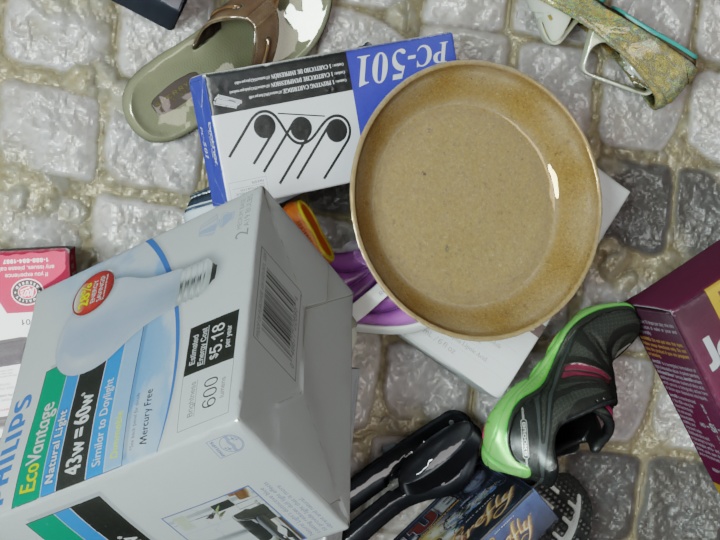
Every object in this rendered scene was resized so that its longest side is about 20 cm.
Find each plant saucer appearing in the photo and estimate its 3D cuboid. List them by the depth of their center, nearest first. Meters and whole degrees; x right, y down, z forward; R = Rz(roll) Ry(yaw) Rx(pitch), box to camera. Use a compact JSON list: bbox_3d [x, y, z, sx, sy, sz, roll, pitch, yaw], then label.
[{"bbox_3d":[0.081,-0.049,0.929,0.197,0.035,0.204,2,84,-18],"label":"plant saucer"}]

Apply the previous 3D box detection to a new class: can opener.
[{"bbox_3d":[0.014,0.180,1.033,0.199,0.064,0.079,-35,142,4],"label":"can opener"}]

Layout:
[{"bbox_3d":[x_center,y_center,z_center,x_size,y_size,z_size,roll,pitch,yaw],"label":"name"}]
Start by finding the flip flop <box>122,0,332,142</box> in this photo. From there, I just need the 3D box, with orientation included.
[{"bbox_3d":[-0.100,-0.174,0.992,0.199,0.058,0.082,-38,99,-8],"label":"flip flop"}]

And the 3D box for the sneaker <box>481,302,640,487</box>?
[{"bbox_3d":[0.174,0.103,1.025,0.083,0.077,0.200,30,54,23],"label":"sneaker"}]

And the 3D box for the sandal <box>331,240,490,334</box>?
[{"bbox_3d":[0.000,0.007,0.976,0.199,0.050,0.084,-9,68,20],"label":"sandal"}]

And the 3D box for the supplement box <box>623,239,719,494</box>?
[{"bbox_3d":[0.333,0.084,1.074,0.130,0.103,0.202,-31,98,-9],"label":"supplement box"}]

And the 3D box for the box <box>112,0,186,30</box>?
[{"bbox_3d":[-0.188,-0.311,0.944,0.198,0.104,0.184,26,86,-12],"label":"box"}]

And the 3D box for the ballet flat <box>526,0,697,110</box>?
[{"bbox_3d":[0.188,-0.201,1.053,0.198,0.071,0.071,33,86,-11],"label":"ballet flat"}]

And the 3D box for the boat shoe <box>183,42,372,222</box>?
[{"bbox_3d":[-0.061,-0.105,1.002,0.198,0.071,0.092,-26,96,-17],"label":"boat shoe"}]

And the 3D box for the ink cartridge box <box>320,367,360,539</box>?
[{"bbox_3d":[-0.060,0.171,0.998,0.092,0.044,0.204,5,87,19],"label":"ink cartridge box"}]

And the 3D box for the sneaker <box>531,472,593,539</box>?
[{"bbox_3d":[0.118,0.248,1.056,0.074,0.080,0.200,45,66,-8],"label":"sneaker"}]

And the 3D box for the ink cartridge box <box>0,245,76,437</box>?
[{"bbox_3d":[-0.280,0.086,0.952,0.143,0.083,0.204,-3,93,-12],"label":"ink cartridge box"}]

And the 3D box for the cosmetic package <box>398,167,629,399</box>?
[{"bbox_3d":[0.114,-0.012,1.034,0.112,0.081,0.202,32,87,-9],"label":"cosmetic package"}]

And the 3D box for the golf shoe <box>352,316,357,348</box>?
[{"bbox_3d":[-0.047,0.124,0.942,0.097,0.078,0.201,39,106,11],"label":"golf shoe"}]

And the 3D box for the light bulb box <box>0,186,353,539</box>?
[{"bbox_3d":[-0.117,0.085,0.824,0.198,0.200,0.125,-23,130,22],"label":"light bulb box"}]

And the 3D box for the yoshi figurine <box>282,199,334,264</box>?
[{"bbox_3d":[-0.126,0.010,0.962,0.198,0.113,0.112,-32,135,17],"label":"yoshi figurine"}]

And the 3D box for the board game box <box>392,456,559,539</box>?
[{"bbox_3d":[0.053,0.238,1.004,0.200,0.135,0.035,-43,100,-8],"label":"board game box"}]

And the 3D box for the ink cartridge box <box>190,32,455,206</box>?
[{"bbox_3d":[-0.019,-0.113,0.945,0.197,0.044,0.096,-14,99,-22],"label":"ink cartridge box"}]
